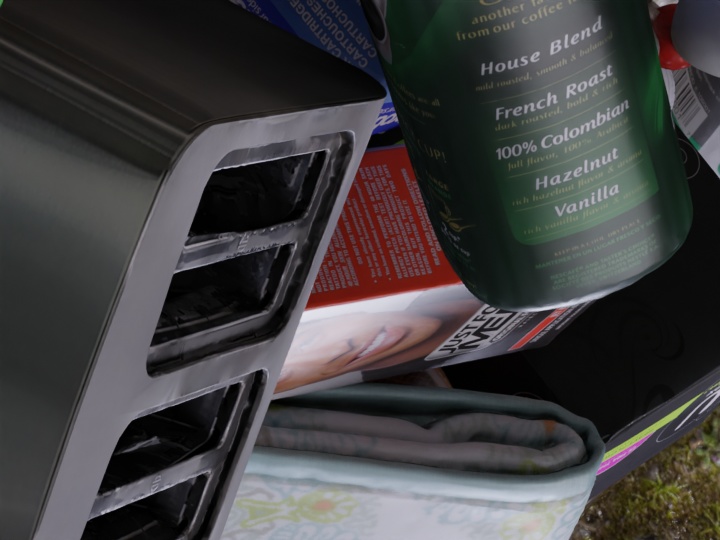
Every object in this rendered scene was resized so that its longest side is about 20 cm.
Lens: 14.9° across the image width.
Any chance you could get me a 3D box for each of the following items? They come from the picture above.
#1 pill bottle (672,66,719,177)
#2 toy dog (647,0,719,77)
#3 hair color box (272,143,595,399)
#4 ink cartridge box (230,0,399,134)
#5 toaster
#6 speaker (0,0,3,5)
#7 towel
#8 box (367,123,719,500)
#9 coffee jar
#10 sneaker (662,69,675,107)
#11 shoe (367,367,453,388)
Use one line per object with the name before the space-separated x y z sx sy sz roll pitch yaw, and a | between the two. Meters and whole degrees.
pill bottle | 0.245 -0.130 1.448 0.113 0.113 0.200 -30 167 -30
toy dog | 0.125 -0.110 1.066 0.200 0.096 0.132 -19 -140 39
hair color box | 0.000 0.000 1.025 0.200 0.061 0.102 -9 160 -29
ink cartridge box | 0.038 -0.120 0.990 0.200 0.076 0.136 -43 167 32
toaster | -0.094 0.004 0.832 0.200 0.119 0.181 -15 128 -66
speaker | -0.175 -0.031 0.688 0.200 0.088 0.088 -43 167 25
towel | -0.019 0.110 1.115 0.200 0.048 0.171 8 138 -13
box | 0.068 -0.004 1.200 0.148 0.200 0.124 -29 165 -33
coffee jar | 0.042 -0.090 0.851 0.085 0.104 0.200 -21 132 -1
sneaker | 0.068 -0.038 1.389 0.200 0.075 0.114 -51 162 30
shoe | -0.048 0.030 1.111 0.200 0.053 0.070 21 104 -29
